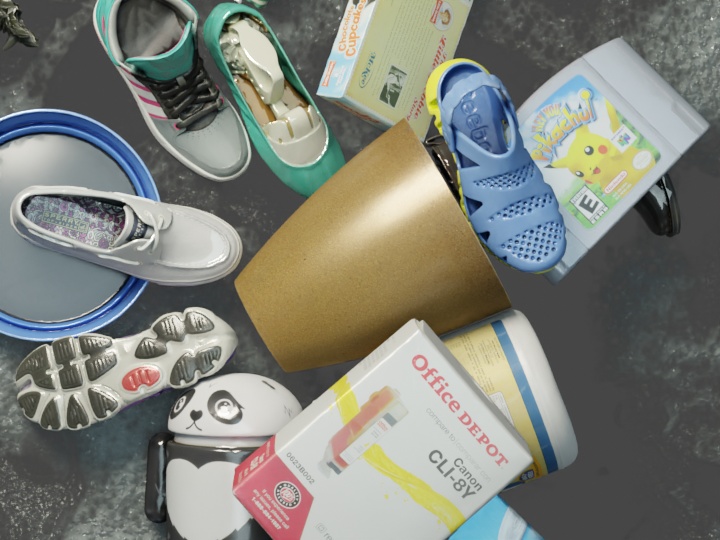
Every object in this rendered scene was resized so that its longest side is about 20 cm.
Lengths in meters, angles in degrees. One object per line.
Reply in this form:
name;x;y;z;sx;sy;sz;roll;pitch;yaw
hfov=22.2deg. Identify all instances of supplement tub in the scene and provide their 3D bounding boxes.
supplement tub;0.072;0.133;1.583;0.199;0.145;0.145;-21;91;1

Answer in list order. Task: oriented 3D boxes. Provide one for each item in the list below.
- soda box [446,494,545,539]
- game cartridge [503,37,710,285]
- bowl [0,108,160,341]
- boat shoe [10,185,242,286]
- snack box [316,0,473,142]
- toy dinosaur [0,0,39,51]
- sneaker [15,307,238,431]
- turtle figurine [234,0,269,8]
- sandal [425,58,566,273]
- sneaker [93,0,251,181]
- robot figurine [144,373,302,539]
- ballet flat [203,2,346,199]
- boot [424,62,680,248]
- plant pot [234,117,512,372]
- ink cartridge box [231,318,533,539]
soda box;0.160;0.283;1.638;0.200;0.064;0.068;44;82;-5
game cartridge;0.193;-0.103;1.610;0.133;0.040;0.200;44;85;6
bowl;-0.272;-0.038;1.597;0.200;0.039;0.202;0;87;-9
boat shoe;-0.197;-0.035;1.554;0.199;0.069;0.072;18;85;-8
snack box;0.041;-0.226;1.625;0.116;0.037;0.201;25;82;-45
toy dinosaur;-0.362;-0.200;1.566;0.135;0.102;0.200;-30;95;5
sneaker;-0.199;0.091;1.589;0.199;0.083;0.081;-13;80;6
turtle figurine;-0.082;-0.307;1.612;0.199;0.101;0.150;-6;96;-18
sandal;0.114;-0.089;1.548;0.079;0.087;0.201;-27;88;-6
sneaker;-0.158;-0.168;1.579;0.084;0.121;0.200;-38;94;-9
robot figurine;-0.106;0.188;1.567;0.150;0.125;0.201;0;91;-10
ballet flat;-0.075;-0.148;1.617;0.067;0.070;0.200;-33;93;-10
boot;0.173;-0.074;1.656;0.174;0.069;0.200;-35;83;-10
plant pot;0.000;0.000;1.578;0.200;0.186;0.187;-31;92;1
ink cartridge box;0.018;0.156;1.469;0.200;0.083;0.145;-41;94;2
